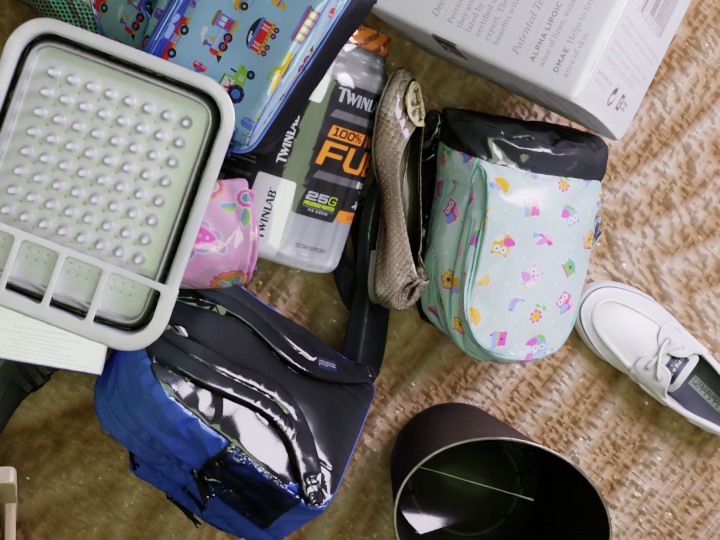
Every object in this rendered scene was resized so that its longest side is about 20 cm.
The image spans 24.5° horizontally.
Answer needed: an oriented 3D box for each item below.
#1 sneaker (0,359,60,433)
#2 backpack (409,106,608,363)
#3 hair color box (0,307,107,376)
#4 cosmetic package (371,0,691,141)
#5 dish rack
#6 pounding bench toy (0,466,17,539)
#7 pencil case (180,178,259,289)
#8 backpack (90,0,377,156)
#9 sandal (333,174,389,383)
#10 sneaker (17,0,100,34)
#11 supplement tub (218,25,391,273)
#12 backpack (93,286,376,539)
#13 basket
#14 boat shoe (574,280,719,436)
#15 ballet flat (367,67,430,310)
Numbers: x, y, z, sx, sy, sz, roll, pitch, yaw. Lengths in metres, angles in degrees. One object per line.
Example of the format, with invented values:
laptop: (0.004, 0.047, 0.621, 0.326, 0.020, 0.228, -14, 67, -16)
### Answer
sneaker: (-0.259, 0.061, 1.369, 0.081, 0.073, 0.201, 29, 92, -7)
backpack: (0.120, -0.025, 1.390, 0.165, 0.127, 0.202, 8, 101, -20)
hair color box: (-0.240, -0.027, 1.308, 0.108, 0.065, 0.202, 10, 92, -12)
cosmetic package: (0.140, -0.228, 1.311, 0.199, 0.165, 0.166, 28, 93, 22)
dish rack: (-0.190, -0.061, 1.165, 0.170, 0.044, 0.202, 20, 97, 0)
pounding bench toy: (-0.345, 0.251, 1.367, 0.123, 0.200, 0.157, 0, 66, -11)
pencil case: (-0.173, -0.030, 1.250, 0.198, 0.087, 0.088, -1, 98, -12)
backpack: (-0.112, -0.204, 1.232, 0.199, 0.135, 0.183, 38, 102, 6)
sandal: (-0.001, 0.001, 1.409, 0.048, 0.075, 0.203, 13, 100, 22)
sneaker: (-0.219, -0.183, 1.331, 0.199, 0.078, 0.092, 28, 88, 2)
supplement tub: (-0.049, -0.108, 1.357, 0.121, 0.123, 0.202, 16, 95, -11)
backpack: (-0.119, 0.115, 1.349, 0.200, 0.163, 0.168, 39, 128, -15)
basket: (0.095, 0.185, 1.380, 0.179, 0.200, 0.137, 15, 95, -11)
boat shoe: (0.275, 0.079, 1.462, 0.199, 0.065, 0.074, 33, 92, -12)
ballet flat: (0.037, -0.064, 1.350, 0.046, 0.067, 0.202, 10, 106, 26)
